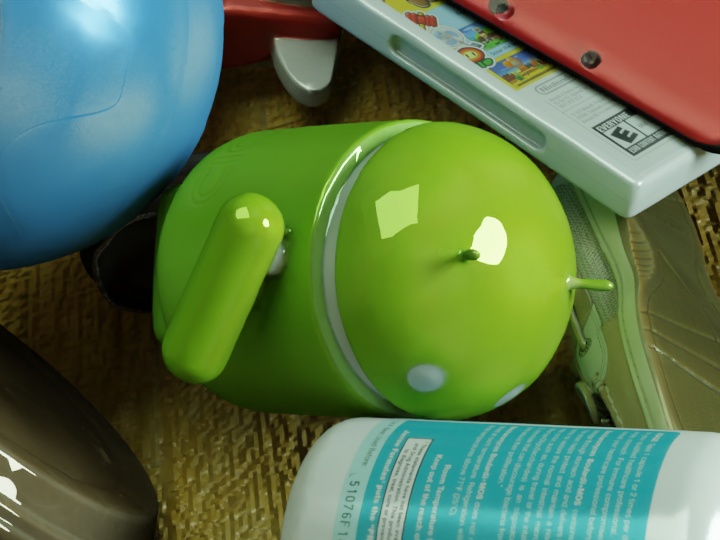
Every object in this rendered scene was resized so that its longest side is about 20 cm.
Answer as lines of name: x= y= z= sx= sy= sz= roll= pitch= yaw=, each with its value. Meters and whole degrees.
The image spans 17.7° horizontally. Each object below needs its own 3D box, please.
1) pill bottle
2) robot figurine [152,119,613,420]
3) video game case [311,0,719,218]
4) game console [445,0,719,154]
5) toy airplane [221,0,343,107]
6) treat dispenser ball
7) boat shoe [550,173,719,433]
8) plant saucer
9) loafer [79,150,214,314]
pill bottle: x=0.079 y=0.111 z=0.828 sx=0.199 sy=0.111 sz=0.111 roll=1 pitch=46 yaw=24
robot figurine: x=0.000 y=0.000 z=0.910 sx=0.200 sy=0.175 sz=0.116 roll=-1 pitch=83 yaw=47
video game case: x=0.109 y=-0.111 z=1.033 sx=0.182 sy=0.023 sz=0.200 roll=36 pitch=44 yaw=25
game console: x=0.137 y=-0.138 z=1.043 sx=0.200 sy=0.172 sz=0.119 roll=33 pitch=101 yaw=22
toy airplane: x=-0.100 y=-0.142 z=1.148 sx=0.199 sy=0.141 sz=0.200 roll=-36 pitch=43 yaw=-17
treat dispenser ball: x=-0.156 y=-0.100 z=0.965 sx=0.200 sy=0.201 sz=0.201 roll=-11 pitch=42 yaw=11
boat shoe: x=0.110 y=0.027 z=0.946 sx=0.063 sy=0.073 sz=0.201 roll=-44 pitch=37 yaw=27
plant saucer: x=-0.153 y=0.053 z=0.924 sx=0.029 sy=0.200 sz=0.200 roll=-49 pitch=43 yaw=6
loafer: x=-0.035 y=-0.009 z=1.031 sx=0.199 sy=0.073 sz=0.071 roll=-8 pitch=43 yaw=16
